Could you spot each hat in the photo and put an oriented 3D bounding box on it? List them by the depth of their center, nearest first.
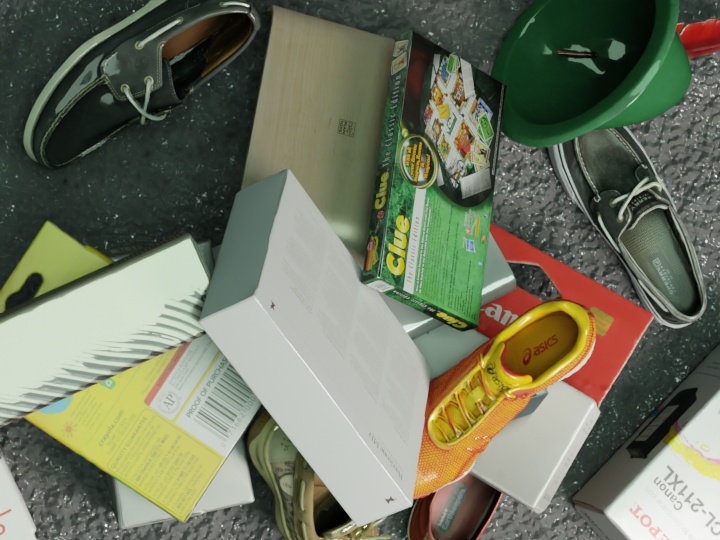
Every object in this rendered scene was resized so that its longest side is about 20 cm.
[{"bbox_3d":[0.227,-0.136,1.611,0.199,0.167,0.176,-32,133,24],"label":"hat"}]

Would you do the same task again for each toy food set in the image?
[{"bbox_3d":[-0.018,-0.095,1.555,0.142,0.060,0.202,14,67,-13],"label":"toy food set"}]

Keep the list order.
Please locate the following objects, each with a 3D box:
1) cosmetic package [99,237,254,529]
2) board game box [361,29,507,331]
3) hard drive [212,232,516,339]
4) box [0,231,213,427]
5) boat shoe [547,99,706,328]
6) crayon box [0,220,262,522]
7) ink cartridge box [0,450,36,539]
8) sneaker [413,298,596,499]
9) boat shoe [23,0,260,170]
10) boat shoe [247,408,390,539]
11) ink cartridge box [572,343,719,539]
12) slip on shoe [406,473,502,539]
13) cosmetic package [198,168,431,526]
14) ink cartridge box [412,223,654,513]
[{"bbox_3d":[-0.148,0.082,1.537,0.106,0.090,0.202,-8,95,-11],"label":"cosmetic package"},{"bbox_3d":[0.056,-0.066,1.522,0.104,0.023,0.202,28,60,-37],"label":"board game box"},{"bbox_3d":[0.000,0.000,1.561,0.199,0.026,0.133,-25,66,-6],"label":"hard drive"},{"bbox_3d":[-0.193,0.044,1.396,0.199,0.082,0.069,-25,95,-6],"label":"box"},{"bbox_3d":[0.218,-0.048,1.618,0.072,0.071,0.201,-34,94,-9],"label":"boat shoe"},{"bbox_3d":[-0.172,0.070,1.464,0.199,0.051,0.127,35,87,-8],"label":"crayon box"},{"bbox_3d":[-0.314,0.160,1.509,0.115,0.068,0.201,-25,96,-10],"label":"ink cartridge box"},{"bbox_3d":[0.084,0.087,1.498,0.200,0.077,0.073,-44,74,2],"label":"sneaker"},{"bbox_3d":[-0.163,-0.142,1.526,0.200,0.068,0.072,-39,141,-5],"label":"boat shoe"},{"bbox_3d":[-0.025,0.169,1.521,0.073,0.062,0.200,-48,144,-14],"label":"boat shoe"},{"bbox_3d":[0.291,0.167,1.632,0.200,0.083,0.146,-45,100,-9],"label":"ink cartridge box"},{"bbox_3d":[0.099,0.136,1.602,0.074,0.061,0.201,28,84,-9],"label":"slip on shoe"},{"bbox_3d":[-0.026,0.053,1.425,0.051,0.151,0.201,-25,118,21],"label":"cosmetic package"},{"bbox_3d":[0.094,0.057,1.566,0.199,0.045,0.177,29,84,17],"label":"ink cartridge box"}]
